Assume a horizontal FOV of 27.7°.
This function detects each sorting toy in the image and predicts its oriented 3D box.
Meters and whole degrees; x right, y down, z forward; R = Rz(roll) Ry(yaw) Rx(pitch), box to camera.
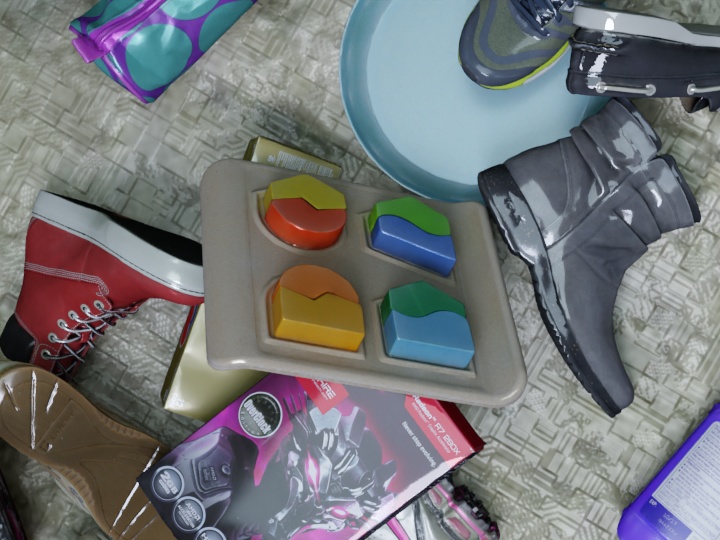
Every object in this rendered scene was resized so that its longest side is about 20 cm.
[{"bbox_3d":[0.000,0.000,0.931,0.199,0.186,0.037,7,133,-15],"label":"sorting toy"}]

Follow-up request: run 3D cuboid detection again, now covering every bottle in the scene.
[{"bbox_3d":[0.263,0.127,0.986,0.083,0.065,0.200,40,93,11],"label":"bottle"}]

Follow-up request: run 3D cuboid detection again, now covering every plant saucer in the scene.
[{"bbox_3d":[0.084,-0.144,1.042,0.199,0.027,0.201,0,88,7],"label":"plant saucer"}]

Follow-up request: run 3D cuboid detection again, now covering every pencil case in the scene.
[{"bbox_3d":[-0.112,-0.212,1.039,0.200,0.092,0.085,-43,83,5],"label":"pencil case"}]

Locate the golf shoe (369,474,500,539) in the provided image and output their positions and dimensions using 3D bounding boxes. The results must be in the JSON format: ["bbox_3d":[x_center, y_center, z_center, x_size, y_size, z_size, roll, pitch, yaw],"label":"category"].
[{"bbox_3d":[0.001,0.141,1.018,0.092,0.073,0.200,-44,83,5],"label":"golf shoe"}]

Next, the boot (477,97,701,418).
[{"bbox_3d":[0.177,-0.009,0.994,0.131,0.070,0.201,-26,99,2],"label":"boot"}]

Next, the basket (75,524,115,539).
[{"bbox_3d":[-0.208,0.292,1.013,0.136,0.123,0.200,43,94,8],"label":"basket"}]

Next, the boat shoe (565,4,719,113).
[{"bbox_3d":[0.226,-0.135,0.977,0.199,0.074,0.061,3,106,-27],"label":"boat shoe"}]

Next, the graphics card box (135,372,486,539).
[{"bbox_3d":[-0.034,0.127,0.961,0.200,0.051,0.126,-38,80,8],"label":"graphics card box"}]

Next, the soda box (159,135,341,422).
[{"bbox_3d":[-0.079,0.009,1.029,0.064,0.068,0.201,20,90,-11],"label":"soda box"}]

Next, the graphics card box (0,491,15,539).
[{"bbox_3d":[-0.272,0.140,0.984,0.051,0.200,0.126,-22,84,-12],"label":"graphics card box"}]

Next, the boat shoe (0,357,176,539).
[{"bbox_3d":[-0.186,0.127,1.024,0.073,0.063,0.200,-46,119,-10],"label":"boat shoe"}]

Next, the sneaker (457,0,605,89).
[{"bbox_3d":[0.142,-0.204,0.982,0.074,0.081,0.200,45,90,7],"label":"sneaker"}]

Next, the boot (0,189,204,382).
[{"bbox_3d":[-0.179,0.033,1.014,0.200,0.072,0.145,18,91,47],"label":"boot"}]
